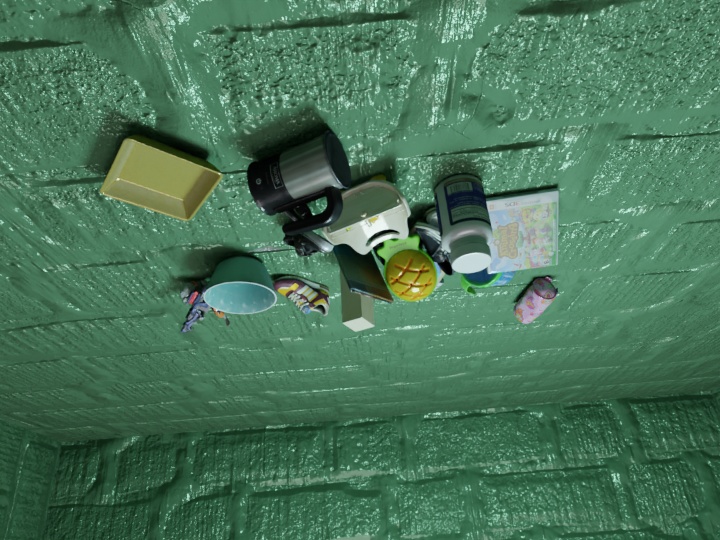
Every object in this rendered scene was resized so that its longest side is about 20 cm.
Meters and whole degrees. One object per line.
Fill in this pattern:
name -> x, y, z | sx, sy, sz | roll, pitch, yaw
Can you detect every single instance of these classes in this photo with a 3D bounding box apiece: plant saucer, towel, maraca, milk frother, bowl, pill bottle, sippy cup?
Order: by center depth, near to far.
plant saucer -> -0.416, -0.198, 1.098 | 0.198, 0.049, 0.199 | 17, 145, -34
milk frother -> -0.104, -0.180, 1.115 | 0.185, 0.183, 0.200 | -15, -168, 20
pill bottle -> 0.237, -0.104, 1.197 | 0.117, 0.203, 0.120 | -3, 152, -2
maraca -> 0.120, -0.008, 1.335 | 0.135, 0.107, 0.202 | -21, 115, 10
towel -> 0.000, 0.000, 1.360 | 0.145, 0.201, 0.022 | 19, 122, -34
sippy cup -> 0.364, -0.015, 1.459 | 0.176, 0.142, 0.129 | -16, 161, 39
bowl -> -0.332, 0.033, 1.464 | 0.197, 0.107, 0.202 | -3, 151, -1

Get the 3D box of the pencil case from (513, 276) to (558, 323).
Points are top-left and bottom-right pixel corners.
pencil case -> 0.576, 0.100, 1.733 | 0.086, 0.089, 0.201 | -1, 150, -6

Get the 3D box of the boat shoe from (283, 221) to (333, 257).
boat shoe -> -0.132, -0.064, 1.246 | 0.069, 0.067, 0.199 | 30, 179, -39

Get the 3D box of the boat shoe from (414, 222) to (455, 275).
boat shoe -> 0.198, -0.054, 1.336 | 0.074, 0.063, 0.200 | 16, 160, 47

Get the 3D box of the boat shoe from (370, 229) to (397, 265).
boat shoe -> 0.063, -0.074, 1.366 | 0.073, 0.067, 0.200 | -3, 151, -1

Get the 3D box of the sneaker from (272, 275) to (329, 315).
sneaker -> -0.176, 0.080, 1.583 | 0.197, 0.092, 0.075 | 15, 146, -31

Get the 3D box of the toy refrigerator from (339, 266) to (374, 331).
toy refrigerator -> -0.014, 0.057, 1.451 | 0.069, 0.203, 0.076 | -18, 150, 23

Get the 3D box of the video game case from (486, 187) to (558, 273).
video game case -> 0.402, -0.095, 1.309 | 0.178, 0.022, 0.203 | -7, 117, 5

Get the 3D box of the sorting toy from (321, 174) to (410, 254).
sorting toy -> 0.029, -0.109, 1.221 | 0.197, 0.108, 0.181 | -20, 141, 12

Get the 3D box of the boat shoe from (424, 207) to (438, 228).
boat shoe -> 0.253, -0.109, 1.327 | 0.197, 0.070, 0.075 | 10, 148, -24

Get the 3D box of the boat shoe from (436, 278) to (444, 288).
boat shoe -> 0.152, 0.029, 1.550 | 0.200, 0.075, 0.086 | 12, 131, -39

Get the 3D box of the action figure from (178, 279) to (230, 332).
action figure -> -0.463, 0.099, 1.572 | 0.192, 0.105, 0.200 | 30, 112, -39

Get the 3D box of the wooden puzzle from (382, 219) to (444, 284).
wooden puzzle -> 0.181, -0.033, 1.419 | 0.197, 0.037, 0.186 | 14, 122, -33
